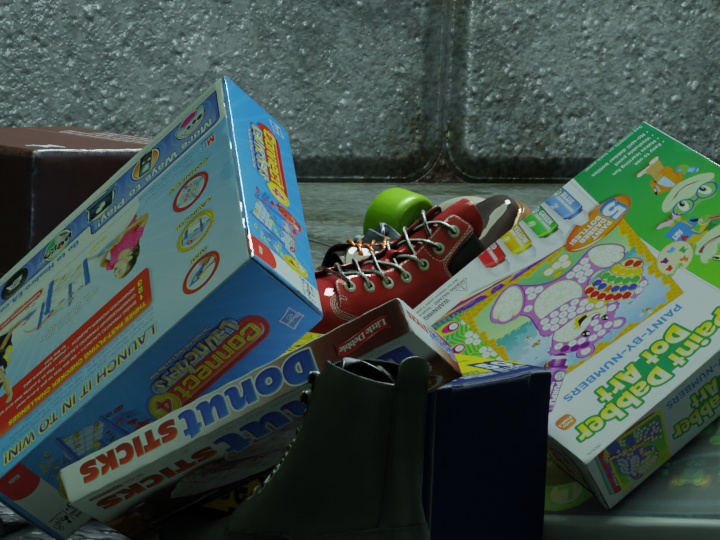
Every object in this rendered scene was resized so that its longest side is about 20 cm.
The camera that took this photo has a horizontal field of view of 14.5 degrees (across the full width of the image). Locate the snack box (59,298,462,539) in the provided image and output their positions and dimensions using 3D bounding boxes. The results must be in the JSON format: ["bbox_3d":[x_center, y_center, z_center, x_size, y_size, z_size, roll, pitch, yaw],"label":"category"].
[{"bbox_3d":[-0.051,0.078,1.445,0.200,0.024,0.072,-27,-30,12],"label":"snack box"}]

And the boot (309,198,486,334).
[{"bbox_3d":[0.000,0.000,1.728,0.200,0.144,0.072,31,3,-45],"label":"boot"}]

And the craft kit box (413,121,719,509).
[{"bbox_3d":[0.153,0.020,1.620,0.200,0.049,0.198,-40,41,-12],"label":"craft kit box"}]

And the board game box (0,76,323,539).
[{"bbox_3d":[-0.118,0.018,1.544,0.056,0.200,0.196,40,20,-27],"label":"board game box"}]

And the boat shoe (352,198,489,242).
[{"bbox_3d":[0.019,0.001,1.983,0.200,0.068,0.072,-21,-16,20],"label":"boat shoe"}]

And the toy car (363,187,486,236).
[{"bbox_3d":[0.097,0.048,2.092,0.164,0.158,0.200,21,-10,37],"label":"toy car"}]

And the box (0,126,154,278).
[{"bbox_3d":[-0.201,0.013,1.828,0.164,0.200,0.166,-3,10,-44],"label":"box"}]

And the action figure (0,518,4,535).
[{"bbox_3d":[-0.227,0.119,1.537,0.118,0.055,0.200,5,14,7],"label":"action figure"}]

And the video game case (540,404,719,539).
[{"bbox_3d":[0.173,0.079,1.591,0.200,0.023,0.182,-1,46,31],"label":"video game case"}]

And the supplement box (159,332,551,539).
[{"bbox_3d":[-0.008,0.098,1.562,0.200,0.110,0.109,7,8,37],"label":"supplement box"}]

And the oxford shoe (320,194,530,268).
[{"bbox_3d":[0.022,0.004,1.826,0.200,0.073,0.071,-37,18,-13],"label":"oxford shoe"}]

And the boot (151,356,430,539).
[{"bbox_3d":[-0.029,0.101,1.406,0.077,0.138,0.200,-5,8,-44],"label":"boot"}]
